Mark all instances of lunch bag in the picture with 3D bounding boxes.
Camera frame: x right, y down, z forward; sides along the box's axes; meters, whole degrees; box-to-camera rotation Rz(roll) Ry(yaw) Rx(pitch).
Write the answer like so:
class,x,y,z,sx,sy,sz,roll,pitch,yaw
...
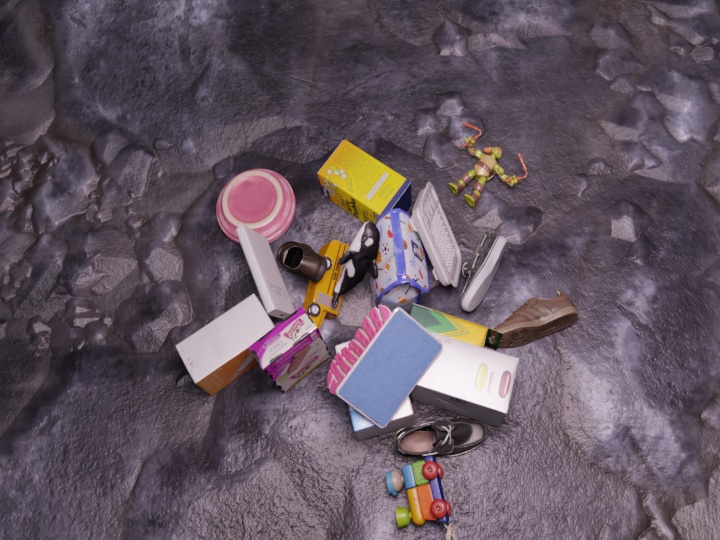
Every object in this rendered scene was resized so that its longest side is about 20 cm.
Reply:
class,x,y,z,sx,sy,sz,roll,pitch,yaw
lunch bag,0.080,-0.013,1.429,0.120,0.201,0.175,-5,66,-3

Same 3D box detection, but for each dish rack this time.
class,x,y,z,sx,sy,sz,roll,pitch,yaw
dish rack,0.161,-0.074,1.445,0.043,0.173,0.204,-19,110,22

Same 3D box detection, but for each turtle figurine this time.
class,x,y,z,sx,sy,sz,roll,pitch,yaw
turtle figurine,0.280,-0.242,1.577,0.199,0.064,0.162,42,85,10

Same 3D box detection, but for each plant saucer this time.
class,x,y,z,sx,sy,sz,roll,pitch,yaw
plant saucer,-0.254,-0.160,1.603,0.194,0.051,0.206,-2,69,5

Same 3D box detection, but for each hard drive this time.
class,x,y,z,sx,sy,sz,roll,pitch,yaw
hard drive,-0.207,0.008,1.478,0.026,0.132,0.204,-27,73,10

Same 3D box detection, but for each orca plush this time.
class,x,y,z,sx,sy,sz,roll,pitch,yaw
orca plush,0.000,0.000,1.383,0.071,0.105,0.203,39,110,19

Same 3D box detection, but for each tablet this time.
class,x,y,z,sx,sy,sz,roll,pitch,yaw
tablet,0.056,0.184,1.258,0.129,0.014,0.202,38,88,-19

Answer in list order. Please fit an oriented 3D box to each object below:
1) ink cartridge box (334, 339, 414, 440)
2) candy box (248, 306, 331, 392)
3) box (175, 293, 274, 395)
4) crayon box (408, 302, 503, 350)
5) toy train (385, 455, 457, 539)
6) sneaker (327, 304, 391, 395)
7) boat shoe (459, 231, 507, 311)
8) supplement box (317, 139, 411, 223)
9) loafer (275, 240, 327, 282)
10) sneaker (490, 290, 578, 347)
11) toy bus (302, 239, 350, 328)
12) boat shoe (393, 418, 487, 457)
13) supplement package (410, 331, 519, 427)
class,x,y,z,sx,sy,sz,roll,pitch,yaw
ink cartridge box,0.026,0.226,1.382,0.125,0.126,0.205,-15,68,-1
candy box,-0.140,0.168,1.380,0.135,0.201,0.061,-37,69,-9
box,-0.275,0.162,1.437,0.197,0.125,0.098,-34,69,-8
crayon box,0.194,0.139,1.400,0.195,0.128,0.052,17,70,12
toy train,0.120,0.478,1.302,0.113,0.085,0.205,-16,67,10
sneaker,0.015,0.166,1.301,0.202,0.087,0.074,-55,44,6
boat shoe,0.260,0.001,1.488,0.069,0.073,0.202,22,62,22
supplement box,0.012,-0.190,1.557,0.198,0.109,0.110,34,75,17
loafer,-0.142,-0.033,1.481,0.198,0.070,0.075,18,81,57
sneaker,0.366,0.104,1.441,0.194,0.071,0.077,-16,48,-5
toy bus,-0.078,0.036,1.489,0.077,0.065,0.205,22,68,-23
boat shoe,0.165,0.342,1.355,0.194,0.068,0.074,-7,73,-1
supplement package,0.206,0.221,1.351,0.194,0.156,0.114,15,70,11
